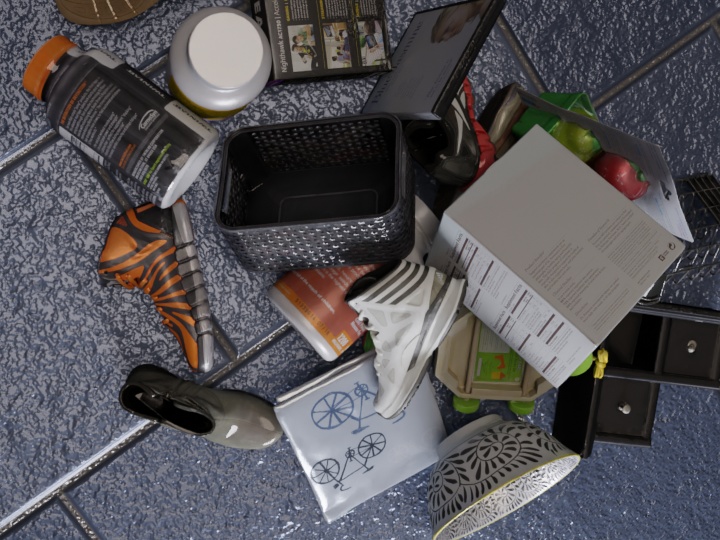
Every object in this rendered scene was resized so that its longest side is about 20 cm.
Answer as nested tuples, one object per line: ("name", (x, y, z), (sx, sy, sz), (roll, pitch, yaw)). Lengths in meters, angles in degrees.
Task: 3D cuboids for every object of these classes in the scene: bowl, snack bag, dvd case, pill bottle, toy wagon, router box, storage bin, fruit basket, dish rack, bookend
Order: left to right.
("pill bottle", (-0.260, -0.165, 1.040), (0.200, 0.106, 0.106), (37, 85, -3))
("pill bottle", (-0.150, -0.216, 1.020), (0.104, 0.200, 0.105), (-1, 94, -13))
("router box", (-0.049, -0.317, 1.099), (0.149, 0.051, 0.201), (-9, 96, -24))
("storage bin", (-0.046, -0.083, 1.051), (0.199, 0.094, 0.136), (-4, 60, 11))
("pill bottle", (0.000, 0.000, 1.115), (0.200, 0.112, 0.112), (-43, 101, -7))
("snack bag", (0.011, 0.187, 1.150), (0.188, 0.021, 0.200), (-27, 121, -11))
("dvd case", (0.075, -0.232, 1.072), (0.018, 0.200, 0.143), (29, 87, -23))
("bowl", (0.150, 0.233, 1.150), (0.200, 0.201, 0.094), (-26, 66, -10))
("toy wagon", (0.189, 0.099, 1.144), (0.199, 0.040, 0.155), (2, 121, -4))
("fruit basket", (0.278, -0.124, 1.093), (0.094, 0.200, 0.185), (-54, 138, -11))
("bookend", (0.361, 0.137, 1.217), (0.198, 0.092, 0.201), (9, 93, -14))
("dish rack", (0.394, -0.048, 1.199), (0.200, 0.055, 0.154), (-12, 57, -19))

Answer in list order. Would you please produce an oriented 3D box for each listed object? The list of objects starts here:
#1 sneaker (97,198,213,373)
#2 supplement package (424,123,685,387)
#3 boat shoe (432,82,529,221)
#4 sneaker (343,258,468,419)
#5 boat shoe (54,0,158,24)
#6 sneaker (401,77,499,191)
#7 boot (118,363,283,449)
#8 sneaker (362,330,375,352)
("sneaker", (-0.231, 0.025, 1.090), (0.112, 0.078, 0.201), (-13, 86, -8))
("supplement package", (0.198, -0.013, 1.031), (0.200, 0.151, 0.152), (42, 70, 13))
("boat shoe", (0.158, -0.127, 1.164), (0.072, 0.076, 0.200), (32, 88, -15))
("sneaker", (0.029, 0.067, 1.062), (0.115, 0.076, 0.201), (25, 122, 1))
("boat shoe", (-0.236, -0.325, 1.064), (0.200, 0.065, 0.072), (-22, 108, 8))
("sneaker", (0.085, -0.177, 1.099), (0.098, 0.071, 0.201), (5, 54, -34))
("boot", (-0.173, 0.165, 1.076), (0.200, 0.131, 0.068), (20, 90, -13))
("sneaker", (0.088, 0.043, 1.157), (0.200, 0.077, 0.084), (-40, 110, 0))
